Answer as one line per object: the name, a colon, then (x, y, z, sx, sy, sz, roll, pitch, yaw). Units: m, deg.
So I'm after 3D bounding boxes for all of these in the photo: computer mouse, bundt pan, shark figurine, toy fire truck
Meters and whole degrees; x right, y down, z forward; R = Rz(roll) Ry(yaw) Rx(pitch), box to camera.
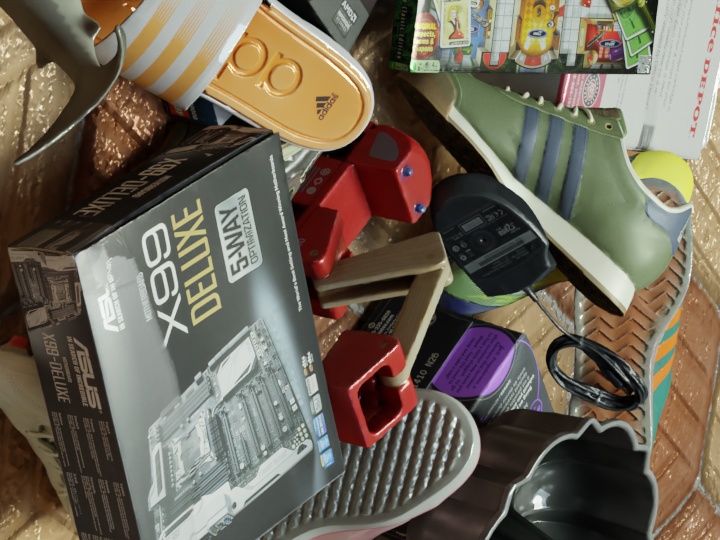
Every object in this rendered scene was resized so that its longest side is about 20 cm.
computer mouse: (0.110, 0.012, 1.606, 0.200, 0.058, 0.034, 51, 29, -26)
bundt pan: (0.089, 0.171, 1.568, 0.202, 0.075, 0.203, -29, 128, -44)
shark figurine: (-0.175, -0.138, 1.229, 0.089, 0.215, 0.128, -26, 168, -4)
toy fire truck: (0.000, 0.000, 1.502, 0.200, 0.140, 0.049, -52, 140, -31)

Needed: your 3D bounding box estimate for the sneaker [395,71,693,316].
sneaker: (0.118, -0.073, 1.613, 0.090, 0.200, 0.067, -44, -176, -8)

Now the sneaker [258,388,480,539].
sneaker: (-0.009, 0.125, 1.520, 0.105, 0.200, 0.076, 13, 52, -65)

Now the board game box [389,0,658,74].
board game box: (0.103, -0.169, 1.585, 0.199, 0.023, 0.105, -4, 102, -40)

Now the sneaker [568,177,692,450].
sneaker: (0.167, 0.038, 1.686, 0.080, 0.071, 0.201, -40, 141, -81)

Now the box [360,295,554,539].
box: (0.055, 0.130, 1.665, 0.122, 0.106, 0.201, -53, 141, -28)

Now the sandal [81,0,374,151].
sandal: (-0.068, -0.114, 1.357, 0.206, 0.059, 0.079, 26, 104, -29)

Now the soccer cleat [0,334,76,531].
soccer cleat: (-0.140, 0.097, 1.401, 0.078, 0.069, 0.200, -64, 148, -11)

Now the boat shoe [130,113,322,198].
boat shoe: (-0.074, -0.047, 1.448, 0.200, 0.073, 0.065, -41, 142, -33)

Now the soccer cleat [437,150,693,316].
soccer cleat: (0.132, -0.028, 1.686, 0.199, 0.065, 0.084, -23, 162, -19)

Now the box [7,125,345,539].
box: (-0.089, 0.047, 1.347, 0.158, 0.050, 0.201, -34, 122, -45)

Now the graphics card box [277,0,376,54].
graphics card box: (-0.007, -0.231, 1.419, 0.201, 0.051, 0.126, -61, 144, -20)

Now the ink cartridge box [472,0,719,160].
ink cartridge box: (0.157, -0.155, 1.732, 0.200, 0.082, 0.147, 5, 98, -56)

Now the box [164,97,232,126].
box: (-0.048, -0.191, 1.452, 0.200, 0.038, 0.137, -46, 136, -37)
